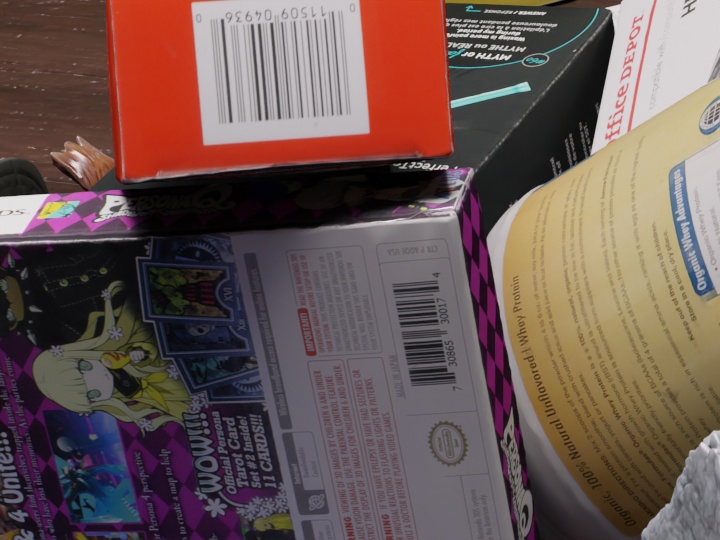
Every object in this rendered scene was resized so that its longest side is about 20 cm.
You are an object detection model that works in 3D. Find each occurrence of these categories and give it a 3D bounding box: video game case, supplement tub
[{"bbox_3d":[-0.037,0.067,0.949,0.180,0.201,0.036,-4,27,17],"label":"video game case"},{"bbox_3d":[0.126,0.015,0.971,0.200,0.145,0.145,-31,15,35],"label":"supplement tub"}]

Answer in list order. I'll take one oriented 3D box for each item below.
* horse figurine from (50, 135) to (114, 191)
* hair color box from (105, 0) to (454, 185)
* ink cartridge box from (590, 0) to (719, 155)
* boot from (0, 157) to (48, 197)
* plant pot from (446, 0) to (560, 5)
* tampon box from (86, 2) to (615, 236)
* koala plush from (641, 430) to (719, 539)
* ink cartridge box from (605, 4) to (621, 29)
[{"bbox_3d":[-0.031,-0.060,1.322,0.199,0.050,0.133,-24,27,-8],"label":"horse figurine"},{"bbox_3d":[-0.031,-0.060,0.961,0.101,0.062,0.200,-4,3,-4],"label":"hair color box"},{"bbox_3d":[0.148,-0.066,1.078,0.200,0.067,0.116,-32,31,39],"label":"ink cartridge box"},{"bbox_3d":[-0.222,0.015,1.251,0.153,0.074,0.204,-9,20,22],"label":"boot"},{"bbox_3d":[-0.015,-0.231,1.500,0.199,0.177,0.200,-14,28,-2],"label":"plant pot"},{"bbox_3d":[0.000,0.000,1.131,0.149,0.127,0.200,6,34,30],"label":"tampon box"},{"bbox_3d":[0.198,0.109,0.839,0.199,0.184,0.178,5,39,-24],"label":"koala plush"},{"bbox_3d":[0.162,-0.073,1.286,0.199,0.050,0.161,-11,28,-4],"label":"ink cartridge box"}]
